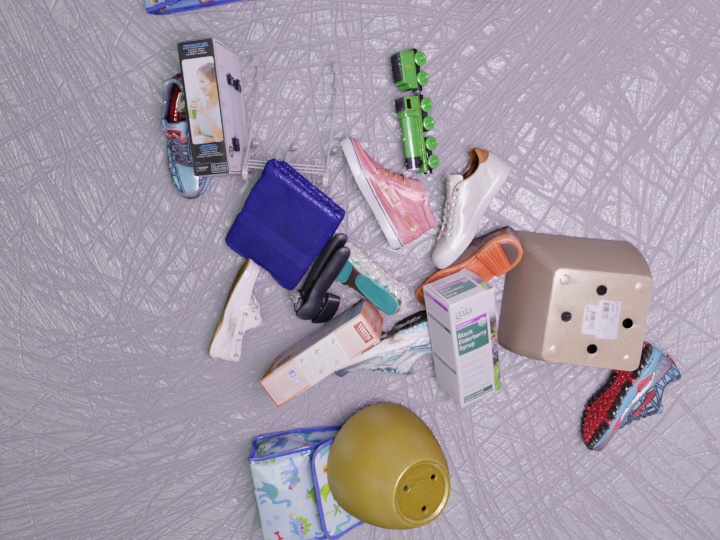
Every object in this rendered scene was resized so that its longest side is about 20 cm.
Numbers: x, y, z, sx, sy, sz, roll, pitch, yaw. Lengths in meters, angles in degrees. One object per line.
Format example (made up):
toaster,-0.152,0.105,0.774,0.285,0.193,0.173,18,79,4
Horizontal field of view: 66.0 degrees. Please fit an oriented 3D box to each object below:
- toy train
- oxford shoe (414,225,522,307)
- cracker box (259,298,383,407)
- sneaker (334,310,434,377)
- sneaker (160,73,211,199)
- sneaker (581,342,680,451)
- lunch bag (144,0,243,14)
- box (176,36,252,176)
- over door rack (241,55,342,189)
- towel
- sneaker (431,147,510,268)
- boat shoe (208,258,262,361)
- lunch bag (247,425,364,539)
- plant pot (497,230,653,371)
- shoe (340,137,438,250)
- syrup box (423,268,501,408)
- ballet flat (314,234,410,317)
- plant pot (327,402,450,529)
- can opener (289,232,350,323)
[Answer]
toy train,0.085,-0.250,0.883,0.056,0.042,0.201,-12,99,-28
oxford shoe,0.177,-0.003,0.914,0.200,0.073,0.071,-32,112,27
cracker box,-0.058,0.130,0.916,0.200,0.134,0.058,-35,94,10
sneaker,0.051,0.147,0.939,0.199,0.078,0.087,-25,99,9
sneaker,-0.296,-0.217,0.904,0.079,0.096,0.201,-1,98,6
sneaker,0.446,0.223,0.905,0.095,0.079,0.201,29,103,-4
lunch bag,-0.272,-0.499,0.875,0.199,0.094,0.151,-5,99,18
box,-0.228,-0.252,0.884,0.060,0.117,0.201,-3,100,8
over door rack,-0.108,-0.236,0.904,0.147,0.067,0.201,6,88,3
towel,-0.123,-0.072,0.895,0.147,0.050,0.200,36,132,-4
sneaker,0.153,-0.103,0.887,0.084,0.073,0.201,29,90,-17
boat shoe,-0.201,0.072,0.955,0.069,0.071,0.201,20,116,-12
lunch bag,-0.082,0.370,0.967,0.199,0.127,0.171,-9,96,-6
plant pot,0.332,0.054,0.847,0.199,0.177,0.201,6,99,5
shoe,0.049,-0.139,0.900,0.091,0.071,0.201,-27,101,7
syrup box,0.162,0.107,0.877,0.078,0.081,0.201,-21,121,-17
ballet flat,0.000,0.000,0.925,0.200,0.072,0.072,40,100,8
plant pot,0.063,0.330,0.890,0.199,0.142,0.201,-1,92,-24
can opener,-0.062,0.013,0.905,0.078,0.064,0.200,-2,138,-29
